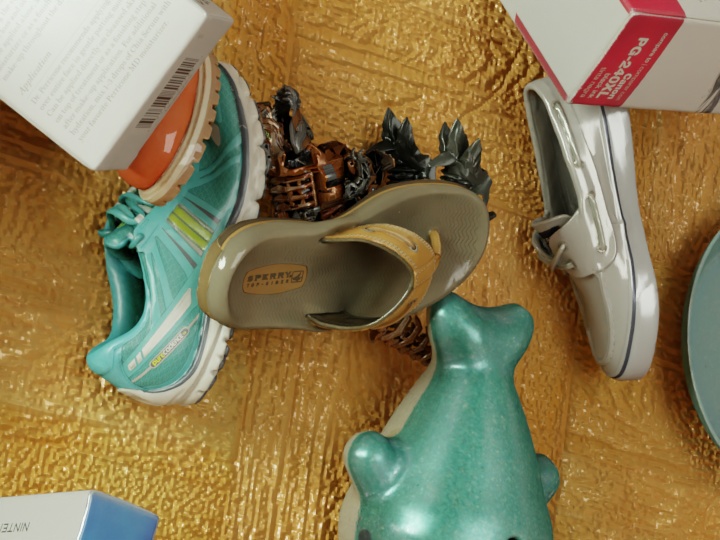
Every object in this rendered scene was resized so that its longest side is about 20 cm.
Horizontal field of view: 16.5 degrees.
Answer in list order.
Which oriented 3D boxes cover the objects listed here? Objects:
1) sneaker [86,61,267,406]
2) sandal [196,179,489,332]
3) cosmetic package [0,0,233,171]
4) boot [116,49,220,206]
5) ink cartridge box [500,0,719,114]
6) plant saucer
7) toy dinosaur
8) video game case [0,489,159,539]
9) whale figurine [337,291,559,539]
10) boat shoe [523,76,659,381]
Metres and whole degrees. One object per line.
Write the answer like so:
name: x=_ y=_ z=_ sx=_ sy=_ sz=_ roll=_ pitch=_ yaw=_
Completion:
sneaker: x=-0.103 y=-0.026 z=1.381 sx=0.079 sy=0.077 sz=0.201 roll=16 pitch=74 yaw=-25
sandal: x=0.000 y=0.000 z=1.376 sx=0.199 sy=0.054 sz=0.081 roll=-10 pitch=114 yaw=-40
cosmetic package: x=-0.176 y=-0.150 z=1.263 sx=0.200 sy=0.071 sz=0.102 roll=39 pitch=98 yaw=4
boot: x=-0.138 y=-0.127 z=1.343 sx=0.107 sy=0.075 sz=0.201 roll=17 pitch=48 yaw=-35
ink cartridge box: x=0.193 y=-0.176 z=1.581 sx=0.199 sy=0.083 sz=0.146 roll=2 pitch=45 yaw=-37
plant saucer: x=0.282 y=0.053 z=1.689 sx=0.199 sy=0.036 sz=0.201 roll=5 pitch=81 yaw=-38
toy dinosaur: x=0.000 y=-0.027 z=1.465 sx=0.136 sy=0.102 sz=0.200 roll=-40 pitch=137 yaw=-19
video game case: x=-0.189 y=0.210 z=1.211 sx=0.045 sy=0.181 sz=0.201 roll=27 pitch=68 yaw=-31
whale figurine: x=0.065 y=0.117 z=1.453 sx=0.159 sy=0.104 sz=0.201 roll=12 pitch=91 yaw=-36
boat shoe: x=0.141 y=-0.027 z=1.572 sx=0.065 sy=0.072 sz=0.201 roll=-8 pitch=96 yaw=-21
